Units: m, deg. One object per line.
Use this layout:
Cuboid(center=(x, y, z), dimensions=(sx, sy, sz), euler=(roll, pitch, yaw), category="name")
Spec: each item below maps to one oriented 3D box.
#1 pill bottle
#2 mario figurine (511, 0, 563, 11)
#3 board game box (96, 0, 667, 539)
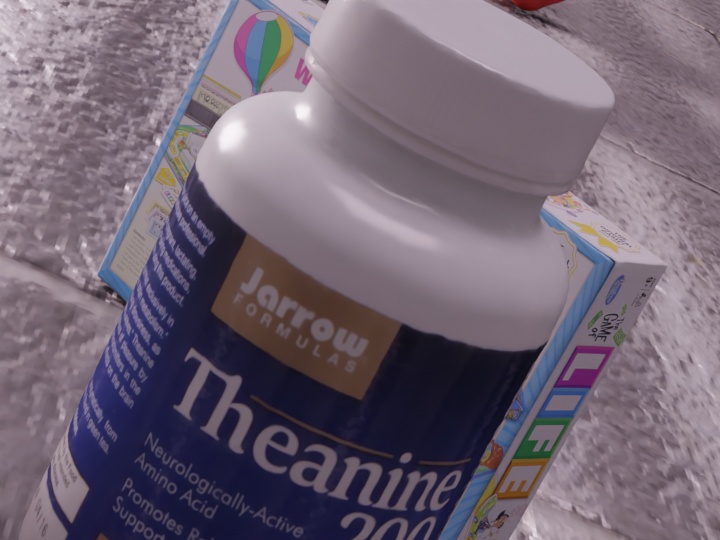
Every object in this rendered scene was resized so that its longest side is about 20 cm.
Cuboid(center=(-0.010, 0.020, 0.621), dimensions=(0.111, 0.200, 0.111), euler=(24, 18, -8), category="pill bottle")
Cuboid(center=(0.126, -0.294, 1.829), dimensions=(0.123, 0.106, 0.200), euler=(-30, 42, -28), category="mario figurine")
Cuboid(center=(0.000, 0.000, 0.800), dimensions=(0.200, 0.135, 0.034), euler=(40, 22, 32), category="board game box")
